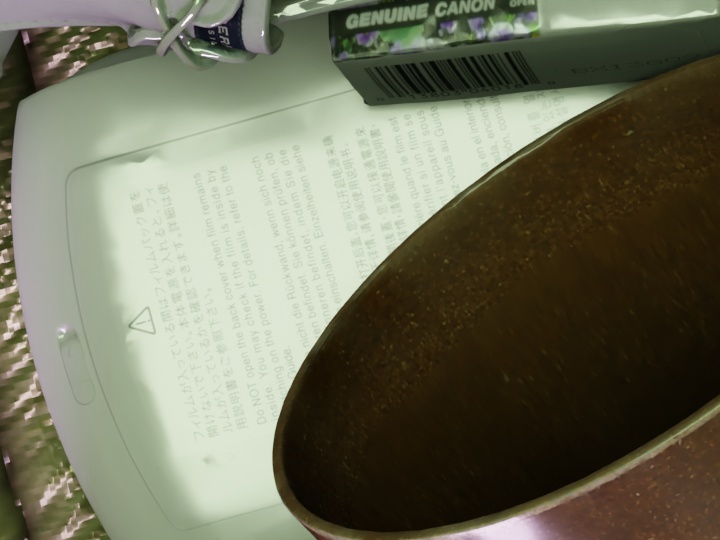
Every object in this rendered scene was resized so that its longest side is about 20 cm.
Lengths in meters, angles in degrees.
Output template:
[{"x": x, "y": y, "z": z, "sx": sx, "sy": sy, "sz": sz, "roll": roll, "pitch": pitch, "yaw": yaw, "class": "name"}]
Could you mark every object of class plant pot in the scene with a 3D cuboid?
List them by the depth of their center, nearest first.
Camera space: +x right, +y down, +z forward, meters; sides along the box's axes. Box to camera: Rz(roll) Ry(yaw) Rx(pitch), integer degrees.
[{"x": 0.109, "y": 0.076, "z": 0.746, "sx": 0.187, "sy": 0.187, "sz": 0.200, "roll": -35, "pitch": 112, "yaw": 2, "class": "plant pot"}]

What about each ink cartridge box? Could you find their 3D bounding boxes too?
[{"x": 0.044, "y": -0.152, "z": 0.814, "sx": 0.109, "sy": 0.050, "sz": 0.200, "roll": -6, "pitch": 76, "yaw": 13, "class": "ink cartridge box"}]

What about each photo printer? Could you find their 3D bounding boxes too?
[{"x": 0.000, "y": 0.000, "z": 0.858, "sx": 0.200, "sy": 0.069, "sz": 0.167, "roll": -16, "pitch": 86, "yaw": 3, "class": "photo printer"}]

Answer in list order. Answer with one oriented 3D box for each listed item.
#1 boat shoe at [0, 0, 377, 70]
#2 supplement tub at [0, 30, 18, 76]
[{"x": -0.037, "y": -0.087, "z": 0.749, "sx": 0.200, "sy": 0.074, "sz": 0.067, "roll": -17, "pitch": 73, "yaw": 6, "class": "boat shoe"}, {"x": -0.198, "y": -0.013, "z": 0.838, "sx": 0.144, "sy": 0.145, "sz": 0.200, "roll": 27, "pitch": 89, "yaw": 6, "class": "supplement tub"}]
